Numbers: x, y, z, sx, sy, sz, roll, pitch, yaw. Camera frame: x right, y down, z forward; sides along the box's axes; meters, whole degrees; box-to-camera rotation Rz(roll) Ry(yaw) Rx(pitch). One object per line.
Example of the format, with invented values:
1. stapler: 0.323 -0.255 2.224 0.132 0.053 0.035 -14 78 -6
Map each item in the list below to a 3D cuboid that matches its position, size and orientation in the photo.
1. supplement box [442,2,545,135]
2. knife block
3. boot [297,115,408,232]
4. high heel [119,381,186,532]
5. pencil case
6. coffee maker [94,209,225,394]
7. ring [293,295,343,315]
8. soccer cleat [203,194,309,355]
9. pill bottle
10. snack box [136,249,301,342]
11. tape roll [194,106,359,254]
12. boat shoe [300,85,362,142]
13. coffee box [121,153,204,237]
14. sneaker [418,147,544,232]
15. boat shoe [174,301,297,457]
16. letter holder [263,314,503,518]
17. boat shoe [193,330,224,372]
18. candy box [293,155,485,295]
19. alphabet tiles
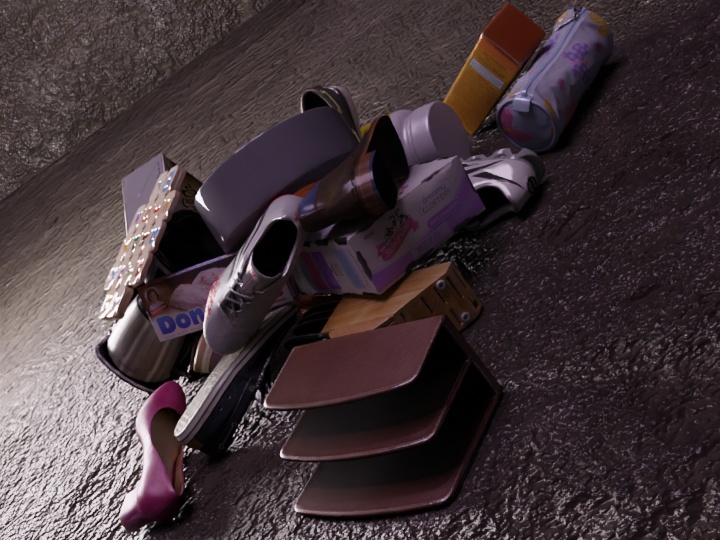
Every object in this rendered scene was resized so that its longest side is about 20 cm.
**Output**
1. supplement box: 0.166 -0.254 1.444 0.067 0.069 0.200 -51 -5 -22
2. knife block: 0.015 0.051 1.207 0.199 0.064 0.176 -38 24 1
3. boot: -0.008 -0.105 1.198 0.096 0.075 0.200 -22 19 19
4. high heel: -0.213 0.193 1.262 0.096 0.067 0.201 -34 26 35
5. pencil case: 0.240 -0.234 1.374 0.082 0.091 0.201 24 57 17
6. coffee maker: -0.241 0.026 1.456 0.201 0.134 0.193 -56 23 29
7. ring: 0.000 0.000 1.350 0.199 0.019 0.201 -25 19 9
8. soccer cleat: -0.113 0.010 1.196 0.201 0.068 0.085 -57 9 15
9. pill bottle: 0.037 -0.140 1.465 0.199 0.115 0.115 -21 28 35
10. snack box: -0.165 0.024 1.297 0.198 0.073 0.024 -18 12 28
11. tape roll: -0.091 -0.101 1.294 0.199 0.066 0.200 -33 -9 -6
12. boat shoe: -0.020 -0.137 1.398 0.072 0.203 0.060 -28 -12 32
13. coffee box: -0.233 -0.057 1.562 0.079 0.200 0.114 -28 52 20
14. sneaker: 0.111 -0.083 1.302 0.199 0.074 0.089 -13 36 40
15. boat shoe: -0.129 0.122 1.263 0.201 0.062 0.075 -55 15 -11
16. letter holder: 0.004 0.139 1.018 0.199 0.101 0.143 -15 34 43
17. boat shoe: -0.148 0.083 1.390 0.200 0.064 0.073 -53 -17 -72
18. candy box: 0.015 -0.046 1.251 0.167 0.072 0.199 -37 16 -24
19. alphabet tiles: -0.268 -0.032 1.378 0.195 0.015 0.202 -11 55 65
